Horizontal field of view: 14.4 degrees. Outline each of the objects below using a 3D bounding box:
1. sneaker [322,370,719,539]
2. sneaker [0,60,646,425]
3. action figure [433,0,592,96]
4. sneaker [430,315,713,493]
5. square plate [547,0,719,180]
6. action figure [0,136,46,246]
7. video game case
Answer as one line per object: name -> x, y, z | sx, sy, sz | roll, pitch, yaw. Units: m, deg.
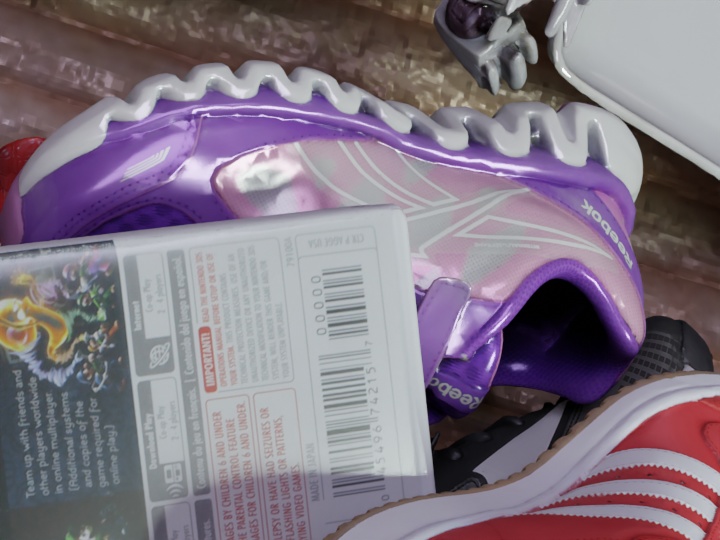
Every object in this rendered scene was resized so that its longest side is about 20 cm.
sneaker -> 0.083, 0.085, 0.718 | 0.112, 0.071, 0.200 | 21, 26, 36
sneaker -> 0.000, 0.000, 0.791 | 0.200, 0.081, 0.089 | 2, 55, -27
action figure -> 0.032, -0.119, 0.843 | 0.069, 0.200, 0.130 | 42, 65, -37
sneaker -> 0.030, 0.075, 0.822 | 0.090, 0.066, 0.200 | 37, 63, -1
square plate -> 0.140, -0.098, 0.926 | 0.198, 0.028, 0.200 | 32, 57, -31
action figure -> -0.074, 0.059, 0.805 | 0.065, 0.052, 0.200 | 10, 64, -34
video game case -> -0.064, 0.092, 0.720 | 0.181, 0.023, 0.201 | -7, 93, -22
